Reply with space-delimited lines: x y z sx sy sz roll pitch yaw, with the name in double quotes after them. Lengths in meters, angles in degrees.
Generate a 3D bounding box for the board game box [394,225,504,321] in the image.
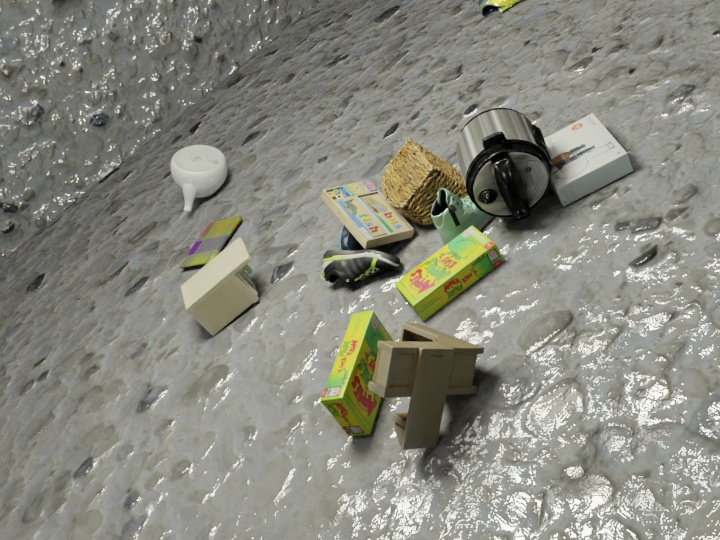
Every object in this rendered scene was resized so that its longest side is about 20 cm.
0.174 0.004 1.517 0.199 0.048 0.102 -36 32 -2 "board game box"

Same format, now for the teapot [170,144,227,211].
-0.526 -0.310 2.516 0.199 0.147 0.198 -21 48 -26 "teapot"

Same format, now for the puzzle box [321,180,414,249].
0.016 -0.130 1.738 0.132 0.026 0.200 -15 47 -31 "puzzle box"

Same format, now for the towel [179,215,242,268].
-0.432 -0.082 2.228 0.143 0.023 0.201 -8 41 35 "towel"

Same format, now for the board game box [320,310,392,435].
0.001 0.182 1.377 0.047 0.102 0.201 -12 38 31 "board game box"

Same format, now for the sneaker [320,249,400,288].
0.000 0.000 1.690 0.198 0.071 0.084 1 83 34 "sneaker"

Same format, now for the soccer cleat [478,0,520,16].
0.461 -0.839 2.371 0.198 0.065 0.085 -7 71 32 "soccer cleat"

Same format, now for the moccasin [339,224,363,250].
0.015 -0.114 1.790 0.068 0.081 0.201 -12 39 43 "moccasin"

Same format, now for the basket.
0.149 -0.183 1.752 0.143 0.148 0.200 -53 29 17 "basket"

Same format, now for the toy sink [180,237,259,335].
-0.326 0.040 1.882 0.200 0.112 0.130 -40 31 1 "toy sink"

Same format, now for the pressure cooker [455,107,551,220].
0.287 -0.204 1.530 0.201 0.174 0.179 -95 26 -49 "pressure cooker"

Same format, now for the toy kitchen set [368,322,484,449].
0.067 0.187 1.282 0.180 0.199 0.165 17 100 53 "toy kitchen set"

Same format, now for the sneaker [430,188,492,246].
0.221 -0.145 1.602 0.073 0.119 0.201 2 46 46 "sneaker"

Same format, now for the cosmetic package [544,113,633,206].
0.447 -0.230 1.569 0.150 0.052 0.201 -26 33 11 "cosmetic package"
